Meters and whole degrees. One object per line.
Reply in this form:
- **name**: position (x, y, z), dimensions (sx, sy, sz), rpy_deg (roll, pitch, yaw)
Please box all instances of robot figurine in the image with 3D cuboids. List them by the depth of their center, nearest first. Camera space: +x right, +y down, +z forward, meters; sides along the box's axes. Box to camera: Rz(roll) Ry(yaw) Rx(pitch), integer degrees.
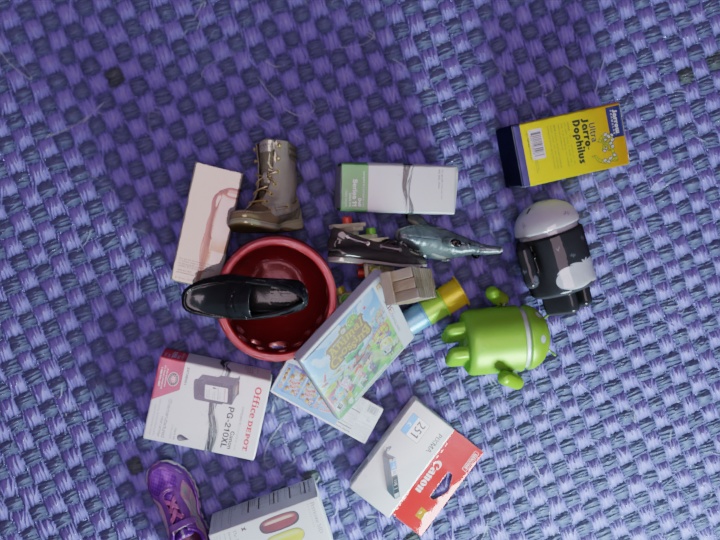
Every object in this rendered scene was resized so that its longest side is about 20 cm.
- **robot figurine**: position (0.344, -0.024, 1.620), dimensions (0.123, 0.150, 0.203), rpy_deg (-16, 95, 11)
- **robot figurine**: position (0.246, 0.123, 1.623), dimensions (0.196, 0.116, 0.178), rpy_deg (-5, 70, -5)

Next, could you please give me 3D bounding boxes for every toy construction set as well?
- **toy construction set**: position (0.000, 0.000, 1.606), dimensions (0.129, 0.092, 0.204), rpy_deg (-4, 106, -6)

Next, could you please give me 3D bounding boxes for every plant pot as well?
- **plant pot**: position (-0.143, 0.039, 1.540), dimensions (0.197, 0.182, 0.204), rpy_deg (0, 94, -6)

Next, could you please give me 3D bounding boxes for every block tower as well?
- **block tower**: position (0.084, 0.026, 1.532), dimensions (0.057, 0.200, 0.055), rpy_deg (-14, 86, 15)

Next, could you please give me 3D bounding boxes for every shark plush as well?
- **shark plush**: position (0.152, -0.038, 1.612), dimensions (0.197, 0.083, 0.092), rpy_deg (21, 81, -9)

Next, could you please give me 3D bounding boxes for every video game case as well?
- **video game case**: position (-0.005, 0.125, 1.516), dimensions (0.200, 0.022, 0.183), rpy_deg (-46, 137, -17)

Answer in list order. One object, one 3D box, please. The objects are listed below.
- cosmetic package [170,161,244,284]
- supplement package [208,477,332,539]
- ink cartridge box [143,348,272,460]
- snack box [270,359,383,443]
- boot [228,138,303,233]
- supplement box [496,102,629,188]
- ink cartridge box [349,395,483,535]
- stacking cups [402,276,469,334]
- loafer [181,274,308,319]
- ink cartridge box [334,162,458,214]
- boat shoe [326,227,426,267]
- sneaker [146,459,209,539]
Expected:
- **cosmetic package**: position (-0.260, -0.077, 1.560), dimensions (0.086, 0.103, 0.204), rpy_deg (12, 95, -7)
- **supplement package**: position (-0.155, 0.463, 1.608), dimensions (0.197, 0.110, 0.116), rpy_deg (-19, 97, -4)
- **ink cartridge box**: position (-0.263, 0.232, 1.592), dimensions (0.197, 0.084, 0.147), rpy_deg (13, 94, -7)
- **snack box**: position (-0.061, 0.232, 1.644), dimensions (0.198, 0.024, 0.073), rpy_deg (30, 92, -8)
- **boot**: position (-0.159, -0.142, 1.529), dimensions (0.071, 0.199, 0.158), rpy_deg (0, 93, 25)
- **supplement box**: position (0.354, -0.218, 1.612), dimensions (0.196, 0.109, 0.111), rpy_deg (-13, 95, -5)
- **ink cartridge box**: position (0.105, 0.362, 1.663), dimensions (0.175, 0.045, 0.201), rpy_deg (37, 90, -6)
- **stacking cups**: position (0.099, 0.089, 1.632), dimensions (0.198, 0.061, 0.061), rpy_deg (-33, 97, -3)
- **loafer**: position (-0.179, 0.041, 1.412), dimensions (0.197, 0.070, 0.069), rpy_deg (-1, 96, -5)
- **ink cartridge box**: position (0.058, -0.141, 1.567), dimensions (0.196, 0.147, 0.085), rpy_deg (1, 95, -5)
- **boat shoe**: position (0.033, -0.036, 1.530), dimensions (0.197, 0.066, 0.058), rpy_deg (4, 90, -33)
- **sneaker**: position (-0.315, 0.430, 1.600), dimensions (0.079, 0.088, 0.203), rpy_deg (-23, 95, -2)
